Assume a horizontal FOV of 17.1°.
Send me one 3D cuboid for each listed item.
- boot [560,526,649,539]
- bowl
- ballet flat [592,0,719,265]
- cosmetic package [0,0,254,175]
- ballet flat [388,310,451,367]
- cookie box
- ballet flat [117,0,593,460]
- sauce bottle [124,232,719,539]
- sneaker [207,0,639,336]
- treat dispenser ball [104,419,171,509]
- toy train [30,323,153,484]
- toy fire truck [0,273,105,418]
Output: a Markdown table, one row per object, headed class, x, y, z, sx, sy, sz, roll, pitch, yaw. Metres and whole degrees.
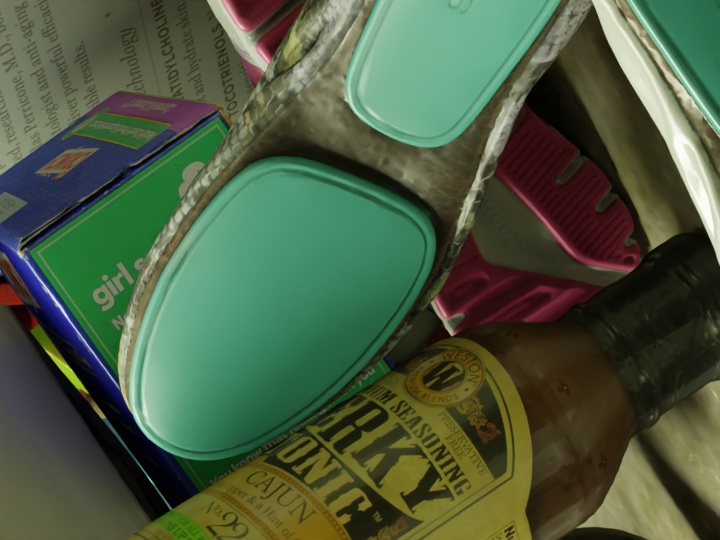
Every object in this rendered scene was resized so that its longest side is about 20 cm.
| class | x | y | z | sx | sy | sz | roll | pitch | yaw |
| --- | --- | --- | --- | --- | --- | --- | --- | --- | --- |
| boot | 0.119 | 0.113 | 0.679 | 0.182 | 0.073 | 0.200 | 38 | 166 | 18 |
| bowl | -0.088 | 0.100 | 0.736 | 0.200 | 0.075 | 0.200 | 52 | 175 | 37 |
| ballet flat | 0.102 | -0.014 | 0.520 | 0.200 | 0.069 | 0.069 | 63 | 165 | -2 |
| cosmetic package | -0.157 | -0.113 | 0.858 | 0.167 | 0.200 | 0.167 | 50 | 163 | 29 |
| ballet flat | 0.000 | 0.000 | 0.813 | 0.064 | 0.076 | 0.200 | 22 | -172 | -35 |
| cookie box | -0.034 | 0.045 | 0.751 | 0.200 | 0.075 | 0.171 | 55 | 171 | -14 |
| ballet flat | 0.004 | -0.037 | 0.609 | 0.072 | 0.072 | 0.201 | 50 | 120 | 28 |
| sauce bottle | 0.019 | 0.055 | 0.628 | 0.065 | 0.200 | 0.065 | 47 | 158 | 25 |
| sneaker | -0.001 | -0.060 | 0.697 | 0.200 | 0.081 | 0.088 | 63 | 163 | -15 |
| treat dispenser ball | -0.146 | 0.187 | 1.416 | 0.201 | 0.201 | 0.201 | 52 | 164 | 22 |
| toy train | -0.094 | -0.001 | 0.973 | 0.200 | 0.116 | 0.085 | 45 | 168 | -15 |
| toy fire truck | -0.182 | -0.023 | 1.050 | 0.129 | 0.199 | 0.177 | 37 | 127 | 53 |
